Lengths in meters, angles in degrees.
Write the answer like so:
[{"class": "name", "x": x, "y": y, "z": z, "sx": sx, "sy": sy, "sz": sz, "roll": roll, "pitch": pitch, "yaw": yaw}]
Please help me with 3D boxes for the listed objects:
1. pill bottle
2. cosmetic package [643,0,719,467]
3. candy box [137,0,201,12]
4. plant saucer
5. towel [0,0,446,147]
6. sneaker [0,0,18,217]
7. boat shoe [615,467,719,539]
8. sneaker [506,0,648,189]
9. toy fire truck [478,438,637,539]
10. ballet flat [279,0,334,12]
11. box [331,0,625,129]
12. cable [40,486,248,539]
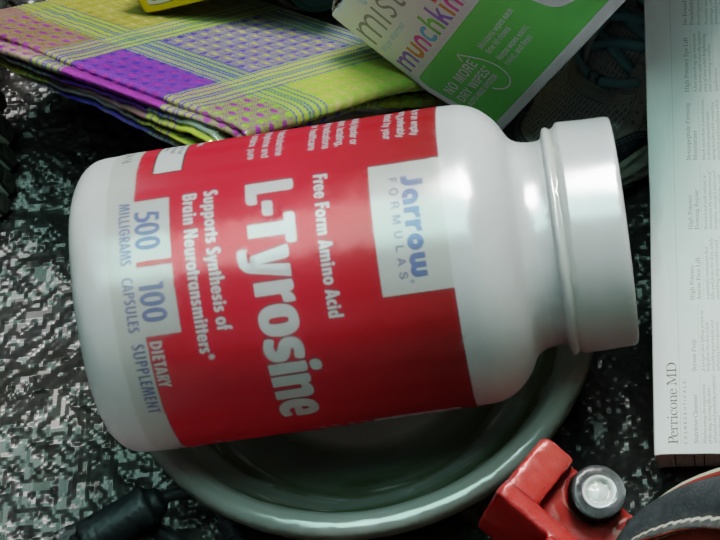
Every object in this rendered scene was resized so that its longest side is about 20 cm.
[{"class": "pill bottle", "x": 0.000, "y": 0.000, "z": 0.755, "sx": 0.198, "sy": 0.113, "sz": 0.113, "roll": -9, "pitch": 56, "yaw": 6}, {"class": "cosmetic package", "x": 0.154, "y": -0.025, "z": 0.800, "sx": 0.082, "sy": 0.051, "sz": 0.202, "roll": -1, "pitch": 79, "yaw": 8}, {"class": "candy box", "x": -0.032, "y": -0.194, "z": 0.955, "sx": 0.102, "sy": 0.027, "sz": 0.201, "roll": -11, "pitch": 36, "yaw": 27}, {"class": "plant saucer", "x": 0.000, "y": 0.027, "z": 0.835, "sx": 0.198, "sy": 0.050, "sz": 0.201, "roll": -5, "pitch": 56, "yaw": 8}, {"class": "towel", "x": -0.074, "y": -0.092, "z": 0.887, "sx": 0.199, "sy": 0.023, "sz": 0.143, "roll": 22, "pitch": 29, "yaw": 37}, {"class": "sneaker", "x": -0.215, "y": -0.073, "z": 0.945, "sx": 0.089, "sy": 0.078, "sz": 0.201, "roll": -18, "pitch": 50, "yaw": 22}, {"class": "boat shoe", "x": 0.150, "y": 0.104, "z": 0.619, "sx": 0.199, "sy": 0.072, "sz": 0.062, "roll": -1, "pitch": 23, "yaw": 45}, {"class": "sneaker", "x": 0.130, "y": -0.119, "z": 0.884, "sx": 0.077, "sy": 0.087, "sz": 0.200, "roll": 33, "pitch": 68, "yaw": 29}, {"class": "toy fire truck", "x": 0.059, "y": 0.141, "z": 0.716, "sx": 0.200, "sy": 0.049, "sz": 0.141, "roll": 39, "pitch": 68, "yaw": 10}, {"class": "ballet flat", "x": 0.042, "y": -0.184, "z": 0.960, "sx": 0.199, "sy": 0.068, "sz": 0.063, "roll": -19, "pitch": 46, "yaw": -2}, {"class": "box", "x": 0.090, "y": -0.180, "z": 0.797, "sx": 0.096, "sy": 0.200, "sz": 0.177, "roll": 34, "pitch": 64, "yaw": -5}, {"class": "cable", "x": -0.100, "y": 0.180, "z": 0.754, "sx": 0.162, "sy": 0.051, "sz": 0.201, "roll": -17, "pitch": 56, "yaw": 0}]
